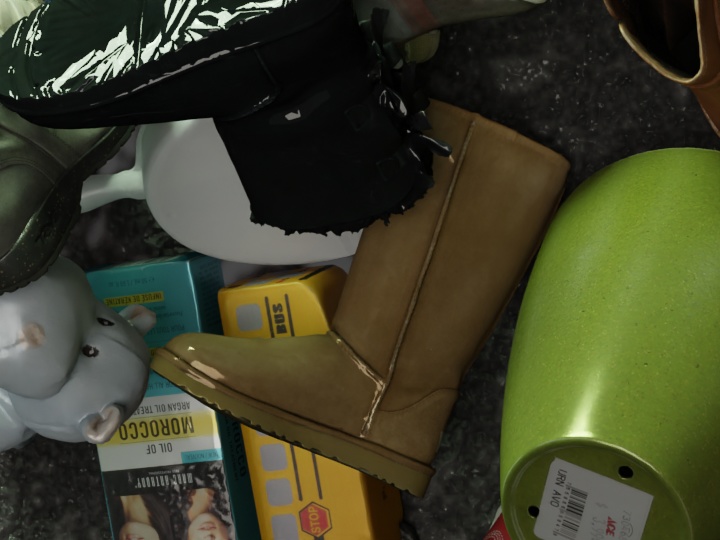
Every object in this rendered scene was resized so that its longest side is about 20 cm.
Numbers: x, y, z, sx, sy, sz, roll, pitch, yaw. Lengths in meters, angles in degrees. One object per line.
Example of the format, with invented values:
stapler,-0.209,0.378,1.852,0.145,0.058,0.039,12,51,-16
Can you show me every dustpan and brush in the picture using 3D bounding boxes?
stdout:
dustpan and brush,-0.100,-0.051,1.137,0.199,0.057,0.140,-16,128,14

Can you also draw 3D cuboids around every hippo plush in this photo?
hippo plush,-0.198,0.073,1.070,0.160,0.160,0.200,-11,130,29

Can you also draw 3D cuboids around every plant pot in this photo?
plant pot,0.144,0.068,0.990,0.186,0.200,0.188,13,124,19

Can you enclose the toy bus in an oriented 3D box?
toy bus,-0.022,0.101,1.146,0.078,0.065,0.202,-8,96,18

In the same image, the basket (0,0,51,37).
basket,-0.257,-0.084,1.109,0.176,0.200,0.140,-19,94,32

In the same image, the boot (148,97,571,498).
boot,0.000,0.000,1.076,0.174,0.066,0.201,24,84,-16

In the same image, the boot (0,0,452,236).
boot,-0.065,-0.079,0.999,0.197,0.163,0.074,-16,50,12

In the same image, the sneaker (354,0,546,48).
sneaker,0.000,-0.141,1.034,0.198,0.077,0.082,1,134,1

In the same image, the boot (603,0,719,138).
boot,0.187,-0.106,1.001,0.076,0.155,0.201,-32,89,19

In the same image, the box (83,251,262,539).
box,-0.112,0.093,1.181,0.082,0.049,0.202,-8,96,18

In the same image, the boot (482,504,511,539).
boot,0.073,0.189,1.090,0.072,0.144,0.201,38,106,10

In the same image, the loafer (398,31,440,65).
loafer,-0.053,-0.134,1.105,0.199,0.068,0.076,9,137,23

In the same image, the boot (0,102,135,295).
boot,-0.181,-0.096,1.012,0.067,0.201,0.131,-15,127,33
